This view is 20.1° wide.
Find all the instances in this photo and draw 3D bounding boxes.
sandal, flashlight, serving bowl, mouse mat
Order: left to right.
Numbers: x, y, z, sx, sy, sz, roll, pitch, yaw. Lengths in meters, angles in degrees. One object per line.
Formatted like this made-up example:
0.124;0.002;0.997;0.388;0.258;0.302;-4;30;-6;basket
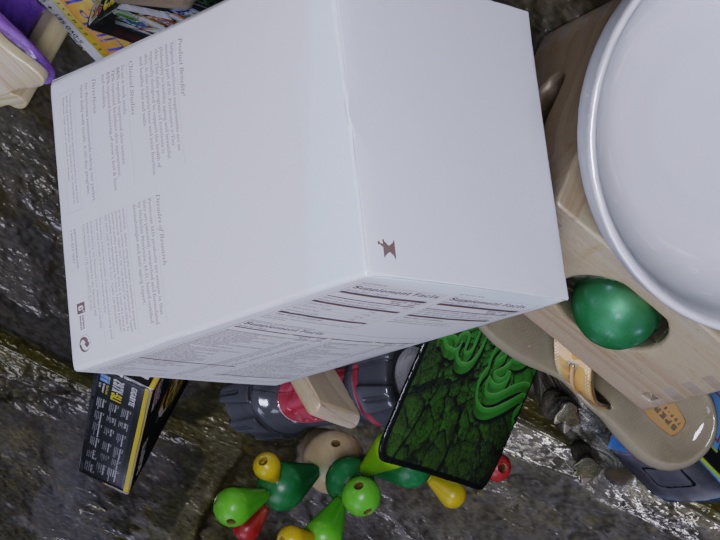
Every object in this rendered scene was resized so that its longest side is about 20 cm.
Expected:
-0.021;0.080;1.359;0.199;0.068;0.068;-11;107;50;flashlight
0.077;0.052;1.245;0.007;0.162;0.200;23;179;24;mouse mat
0.141;0.048;1.174;0.200;0.080;0.054;43;-178;-20;sandal
0.192;-0.071;1.008;0.199;0.201;0.066;37;175;-18;serving bowl

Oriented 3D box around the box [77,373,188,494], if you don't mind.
-0.146;0.055;1.492;0.049;0.161;0.200;24;150;1;box

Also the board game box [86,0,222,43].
-0.049;-0.130;1.178;0.198;0.024;0.105;17;163;-26;board game box

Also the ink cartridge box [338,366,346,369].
0.015;0.019;1.382;0.145;0.085;0.200;26;150;1;ink cartridge box

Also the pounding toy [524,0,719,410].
0.128;-0.025;1.100;0.184;0.201;0.142;38;150;-19;pounding toy

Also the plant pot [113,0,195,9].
-0.020;-0.211;0.960;0.172;0.202;0.200;10;151;-3;plant pot

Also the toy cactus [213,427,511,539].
-0.005;0.148;1.411;0.165;0.198;0.103;-149;40;-75;toy cactus

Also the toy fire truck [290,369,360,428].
0.000;0.000;1.195;0.175;0.202;0.128;17;166;-26;toy fire truck

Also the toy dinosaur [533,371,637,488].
0.149;0.087;1.387;0.200;0.077;0.102;47;-179;-8;toy dinosaur

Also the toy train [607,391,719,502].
0.184;0.056;1.272;0.086;0.115;0.200;-9;136;45;toy train

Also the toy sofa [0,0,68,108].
-0.265;-0.195;1.267;0.097;0.083;0.200;-11;134;41;toy sofa

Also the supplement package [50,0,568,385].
-0.028;-0.040;0.997;0.199;0.153;0.150;-18;163;40;supplement package

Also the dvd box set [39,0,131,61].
-0.120;-0.182;1.224;0.199;0.030;0.147;-2;140;40;dvd box set
